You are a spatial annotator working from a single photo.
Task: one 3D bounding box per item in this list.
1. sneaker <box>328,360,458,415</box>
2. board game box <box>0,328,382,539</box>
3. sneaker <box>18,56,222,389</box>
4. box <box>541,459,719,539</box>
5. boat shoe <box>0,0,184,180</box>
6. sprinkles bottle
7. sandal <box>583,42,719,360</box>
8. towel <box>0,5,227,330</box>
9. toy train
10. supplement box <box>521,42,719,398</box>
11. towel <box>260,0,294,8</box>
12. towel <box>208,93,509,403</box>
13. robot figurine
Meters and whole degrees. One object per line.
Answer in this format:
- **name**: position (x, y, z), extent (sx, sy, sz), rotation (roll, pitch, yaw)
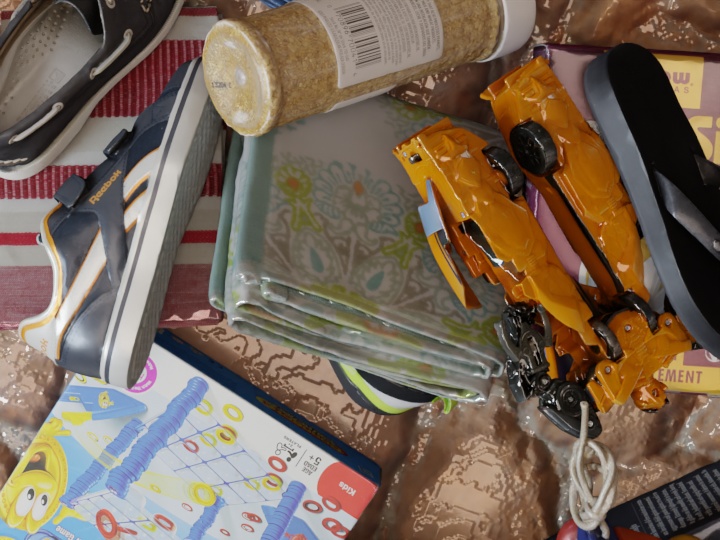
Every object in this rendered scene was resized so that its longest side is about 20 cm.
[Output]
- **sneaker**: position (0.000, 0.000, 1.071), extent (0.072, 0.083, 0.200), rotation (-43, 105, -33)
- **board game box**: position (-0.121, 0.157, 1.114), extent (0.200, 0.056, 0.196), rotation (32, 96, -3)
- **sneaker**: position (-0.138, -0.038, 1.021), extent (0.079, 0.078, 0.200), rotation (16, 77, 7)
- **box**: position (0.213, 0.241, 1.088), extent (0.198, 0.123, 0.200), rotation (-26, 96, 5)
- **boat shoe**: position (-0.169, -0.146, 1.053), extent (0.074, 0.060, 0.200), rotation (36, 81, 12)
- **sprinkles bottle**: position (0.008, -0.135, 1.019), extent (0.200, 0.068, 0.068), rotation (-21, 98, -32)
- **sandal**: position (0.185, -0.033, 0.962), extent (0.043, 0.076, 0.200), rotation (-27, 91, 43)
- **towel**: position (-0.153, -0.063, 1.077), extent (0.144, 0.023, 0.200), rotation (0, 78, 2)
- **toy train**: position (0.171, 0.160, 0.962), extent (0.116, 0.085, 0.200), rotation (-3, 113, -9)
- **supplement box**: position (0.163, -0.033, 1.062), extent (0.131, 0.103, 0.200), rotation (3, 97, 2)
- **towel**: position (-0.093, -0.233, 1.053), extent (0.200, 0.049, 0.112), rotation (25, 62, -3)
- **towel**: position (0.005, -0.027, 1.022), extent (0.171, 0.200, 0.048), rotation (19, 138, -16)
- **robot figurine**: position (0.109, -0.008, 0.972), extent (0.145, 0.058, 0.200), rotation (-34, 97, -26)
